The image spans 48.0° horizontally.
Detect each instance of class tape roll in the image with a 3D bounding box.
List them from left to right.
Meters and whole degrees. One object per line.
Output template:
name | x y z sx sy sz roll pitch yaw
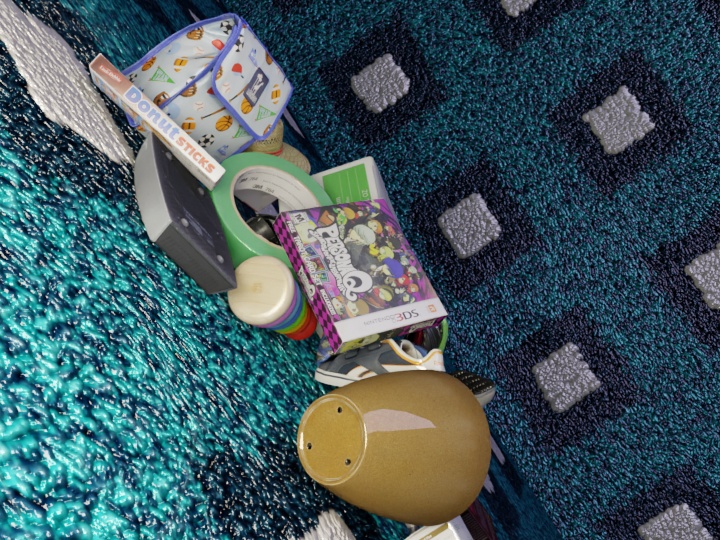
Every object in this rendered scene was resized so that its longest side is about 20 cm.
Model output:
tape roll | -0.122 -0.073 1.120 0.198 0.048 0.202 23 43 -23

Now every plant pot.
plant pot | 0.023 0.198 0.921 0.199 0.186 0.188 19 35 -54

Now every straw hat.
straw hat | -0.168 -0.215 1.273 0.198 0.086 0.202 11 31 -7

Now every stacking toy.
stacking toy | -0.104 0.049 1.058 0.086 0.085 0.200 58 0 20

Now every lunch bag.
lunch bag | -0.205 -0.242 1.120 0.125 0.199 0.170 59 7 29

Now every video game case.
video game case | 0.000 0.000 1.078 0.179 0.036 0.202 -10 63 -36

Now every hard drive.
hard drive | -0.208 -0.066 0.944 0.135 0.042 0.201 51 8 -41

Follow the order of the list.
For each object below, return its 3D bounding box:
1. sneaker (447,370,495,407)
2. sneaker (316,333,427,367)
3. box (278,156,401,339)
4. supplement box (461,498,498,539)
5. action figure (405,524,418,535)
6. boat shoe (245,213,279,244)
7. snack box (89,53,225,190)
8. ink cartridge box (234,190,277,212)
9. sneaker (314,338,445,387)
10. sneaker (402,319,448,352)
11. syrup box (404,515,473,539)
sneaker | 0.132 0.221 1.224 0.070 0.095 0.199 24 26 33
sneaker | 0.023 0.144 1.188 0.079 0.197 0.076 -55 151 -47
box | -0.020 -0.030 1.296 0.201 0.169 0.201 63 13 -49
supplement box | 0.152 0.384 1.326 0.201 0.061 0.109 54 8 -16
action figure | 0.054 0.248 1.081 0.194 0.104 0.200 51 -24 4
boat shoe | -0.148 -0.058 1.266 0.069 0.056 0.200 56 7 -6
snack box | -0.250 -0.179 0.999 0.200 0.024 0.072 43 -11 -9
ink cartridge box | -0.221 -0.214 1.429 0.201 0.067 0.116 61 8 22
sneaker | 0.029 0.131 1.098 0.078 0.198 0.081 19 78 -58
sneaker | 0.082 0.158 1.264 0.083 0.203 0.076 9 -6 -35
syrup box | 0.130 0.407 0.990 0.201 0.081 0.079 59 7 21
